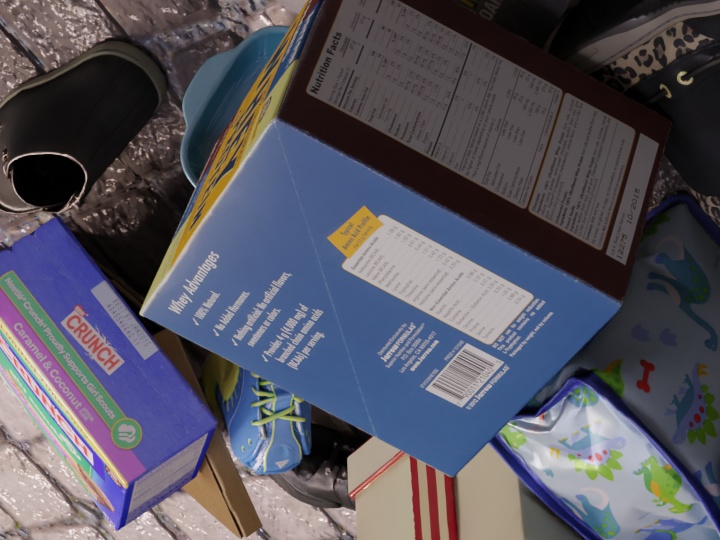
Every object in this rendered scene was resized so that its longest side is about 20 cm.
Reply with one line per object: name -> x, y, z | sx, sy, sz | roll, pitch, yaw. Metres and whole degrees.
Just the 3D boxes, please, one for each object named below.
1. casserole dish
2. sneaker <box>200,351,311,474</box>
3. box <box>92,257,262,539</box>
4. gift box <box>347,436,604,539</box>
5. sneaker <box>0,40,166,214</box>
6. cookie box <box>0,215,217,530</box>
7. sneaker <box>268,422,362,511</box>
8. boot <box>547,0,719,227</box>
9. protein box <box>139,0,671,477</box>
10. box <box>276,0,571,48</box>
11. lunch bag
casserole dish -> -0.014, -0.060, 1.398 | 0.200, 0.121, 0.039 | 31, 168, -1
sneaker -> -0.048, 0.071, 1.554 | 0.200, 0.075, 0.105 | 118, 136, -61
box -> -0.148, 0.081, 1.648 | 0.163, 0.021, 0.200 | 35, 154, 46
gift box -> 0.110, 0.165, 1.467 | 0.200, 0.187, 0.184 | 30, 129, -32
sneaker -> -0.213, -0.070, 1.519 | 0.075, 0.106, 0.200 | 42, 140, -12
cookie box -> -0.178, 0.072, 1.537 | 0.171, 0.075, 0.200 | 52, 165, 7
sneaker -> 0.033, 0.144, 1.621 | 0.199, 0.060, 0.104 | 31, 143, -6
boot -> 0.215, -0.104, 1.229 | 0.154, 0.074, 0.203 | 46, 142, -22
protein box -> 0.022, -0.027, 1.252 | 0.200, 0.135, 0.199 | 28, 140, -9
box -> 0.048, -0.186, 1.269 | 0.158, 0.048, 0.200 | 32, 141, 0
lunch bag -> 0.193, 0.087, 1.363 | 0.200, 0.170, 0.127 | 47, 139, -15
